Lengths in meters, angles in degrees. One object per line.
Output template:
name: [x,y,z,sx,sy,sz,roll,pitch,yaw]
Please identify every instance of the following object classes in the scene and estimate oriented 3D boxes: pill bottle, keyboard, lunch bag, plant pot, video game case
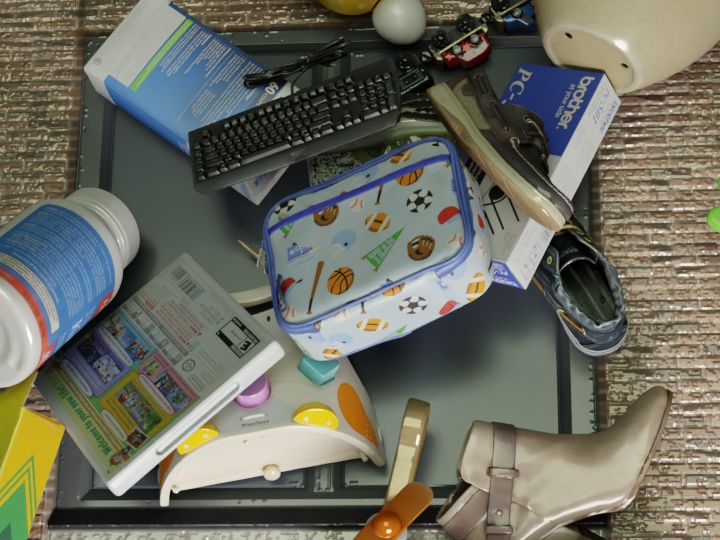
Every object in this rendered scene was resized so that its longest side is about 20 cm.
pill bottle: [-0.274,0.006,1.518,0.112,0.113,0.200,25,36,13]
keyboard: [-0.060,-0.146,1.551,0.199,0.021,0.128,-19,50,12]
lunch bag: [0.009,-0.021,1.486,0.199,0.076,0.161,-21,52,16]
plant pot: [0.228,-0.236,1.540,0.200,0.200,0.135,26,71,13]
video game case: [-0.178,0.084,1.514,0.182,0.022,0.200,-40,36,-8]

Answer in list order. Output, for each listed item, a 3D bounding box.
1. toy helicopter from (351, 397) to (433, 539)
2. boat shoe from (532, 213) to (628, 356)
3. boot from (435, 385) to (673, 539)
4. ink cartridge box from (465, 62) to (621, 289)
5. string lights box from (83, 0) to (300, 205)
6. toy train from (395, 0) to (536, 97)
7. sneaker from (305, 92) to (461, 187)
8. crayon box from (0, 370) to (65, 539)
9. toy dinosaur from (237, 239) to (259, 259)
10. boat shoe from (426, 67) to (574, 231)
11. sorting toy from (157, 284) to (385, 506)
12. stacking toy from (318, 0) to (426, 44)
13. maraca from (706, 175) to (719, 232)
toy helicopter: [0.025,0.200,1.456,0.078,0.132,0.201,11,73,9]
boat shoe: [0.173,-0.023,1.538,0.071,0.091,0.201,-31,71,-5]
boot: [0.158,0.163,1.479,0.146,0.070,0.201,25,85,0]
ink cartridge box: [0.141,-0.085,1.531,0.094,0.044,0.201,13,65,39]
string lights box: [-0.145,-0.162,1.631,0.200,0.059,0.103,36,78,15]
toy train: [0.097,-0.210,1.638,0.199,0.034,0.046,-32,75,-5]
sneaker: [0.035,-0.108,1.602,0.199,0.089,0.077,-4,28,-12]
crayon box: [-0.327,0.184,1.505,0.127,0.051,0.201,1,68,45]
toy dinosaur: [0.000,0.000,1.576,0.199,0.061,0.106,-16,44,-2]
boat shoe: [0.125,-0.110,1.479,0.065,0.072,0.200,-39,44,1]
sorting toy: [-0.093,0.090,1.537,0.199,0.107,0.181,-11,52,2]
stacking toy: [-0.015,-0.287,1.632,0.146,0.146,0.200,-41,84,-9]
maraca: [0.383,-0.012,1.506,0.137,0.107,0.201,-27,71,-12]
